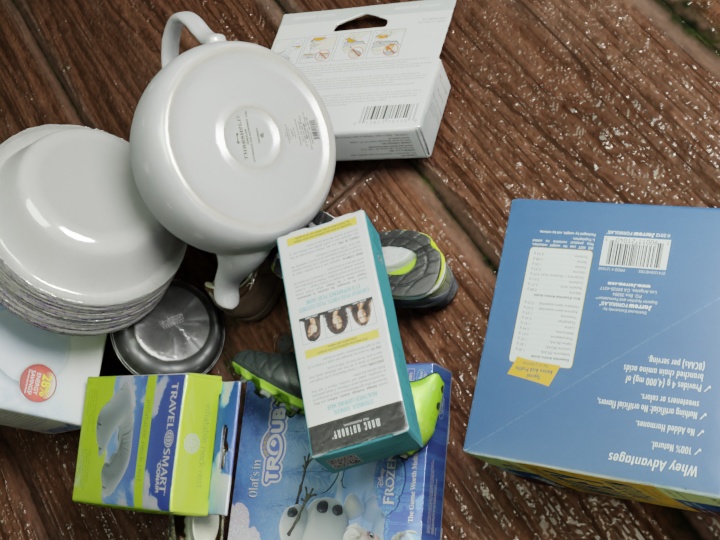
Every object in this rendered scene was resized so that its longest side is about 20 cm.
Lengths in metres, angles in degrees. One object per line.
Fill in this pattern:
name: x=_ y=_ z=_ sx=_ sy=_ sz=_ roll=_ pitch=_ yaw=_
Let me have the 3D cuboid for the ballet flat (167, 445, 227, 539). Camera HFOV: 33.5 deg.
ballet flat: x=-0.148 y=0.205 z=1.102 sx=0.075 sy=0.067 sz=0.201 roll=118 pitch=150 yaw=-56

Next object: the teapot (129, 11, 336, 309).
teapot: x=-0.128 y=-0.104 z=1.076 sx=0.146 sy=0.197 sz=0.201 roll=-17 pitch=41 yaw=58

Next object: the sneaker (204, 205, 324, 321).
sneaker: x=-0.090 y=-0.051 z=1.164 sx=0.070 sy=0.075 sz=0.202 roll=12 pitch=80 yaw=34

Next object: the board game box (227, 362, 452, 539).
board game box: x=-0.022 y=0.186 z=1.058 sx=0.198 sy=0.043 sz=0.202 roll=-6 pitch=69 yaw=31

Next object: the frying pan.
frying pan: x=-0.189 y=0.020 z=1.186 sx=0.031 sy=0.114 sz=0.192 roll=136 pitch=135 yaw=-62

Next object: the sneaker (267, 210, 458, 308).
sneaker: x=0.000 y=0.000 z=1.086 sx=0.199 sy=0.081 sz=0.074 roll=16 pitch=75 yaw=35

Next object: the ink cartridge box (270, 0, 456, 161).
ink cartridge box: x=-0.009 y=-0.185 z=1.171 sx=0.198 sy=0.044 sz=0.175 roll=0 pitch=52 yaw=25

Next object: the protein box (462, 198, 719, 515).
protein box: x=0.208 y=0.066 z=0.904 sx=0.197 sy=0.135 sz=0.202 roll=5 pitch=76 yaw=32

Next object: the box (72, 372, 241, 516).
box: x=-0.189 y=0.157 z=1.087 sx=0.199 sy=0.047 sz=0.123 roll=-8 pitch=73 yaw=48

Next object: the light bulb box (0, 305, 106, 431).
light bulb box: x=-0.361 y=0.046 z=1.193 sx=0.125 sy=0.199 sz=0.200 roll=-17 pitch=61 yaw=57

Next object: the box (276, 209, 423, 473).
box: x=-0.010 y=0.056 z=0.980 sx=0.082 sy=0.049 sz=0.201 roll=-17 pitch=61 yaw=12

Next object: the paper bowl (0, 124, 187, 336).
paper bowl: x=-0.257 y=-0.049 z=1.111 sx=0.104 sy=0.199 sz=0.202 roll=-52 pitch=47 yaw=47

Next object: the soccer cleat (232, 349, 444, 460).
soccer cleat: x=-0.019 y=0.096 z=1.031 sx=0.199 sy=0.068 sz=0.082 roll=17 pitch=71 yaw=28
